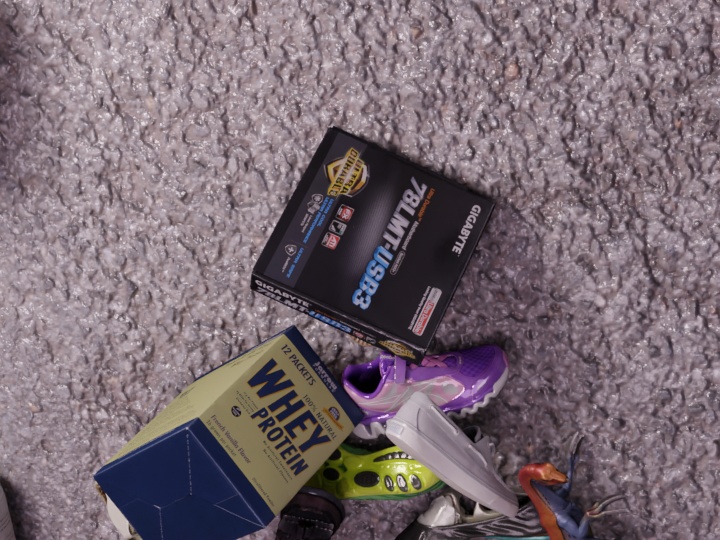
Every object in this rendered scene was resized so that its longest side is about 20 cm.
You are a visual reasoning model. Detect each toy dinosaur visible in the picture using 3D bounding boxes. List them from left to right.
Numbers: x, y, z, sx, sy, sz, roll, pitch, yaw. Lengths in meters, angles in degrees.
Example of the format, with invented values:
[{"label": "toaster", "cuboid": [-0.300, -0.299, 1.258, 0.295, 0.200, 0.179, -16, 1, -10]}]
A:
[{"label": "toy dinosaur", "cuboid": [0.230, 0.282, 1.646, 0.181, 0.105, 0.200, 27, 86, -26]}]

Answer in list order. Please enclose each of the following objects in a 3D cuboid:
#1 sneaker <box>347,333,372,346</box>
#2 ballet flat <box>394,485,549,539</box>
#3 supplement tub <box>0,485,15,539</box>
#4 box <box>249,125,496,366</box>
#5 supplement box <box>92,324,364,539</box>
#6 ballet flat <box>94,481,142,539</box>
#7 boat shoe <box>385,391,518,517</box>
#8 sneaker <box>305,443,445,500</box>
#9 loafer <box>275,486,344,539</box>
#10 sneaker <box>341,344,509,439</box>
[{"label": "sneaker", "cuboid": [0.000, 0.000, 1.669, 0.071, 0.112, 0.200, -37, 67, 24]}, {"label": "ballet flat", "cuboid": [0.128, 0.279, 1.729, 0.200, 0.068, 0.068, -10, 96, 6]}, {"label": "supplement tub", "cuboid": [-0.486, 0.358, 1.863, 0.132, 0.132, 0.200, -4, 107, 15]}, {"label": "box", "cuboid": [0.015, -0.028, 1.591, 0.198, 0.200, 0.050, 25, 155, 6]}, {"label": "supplement box", "cuboid": [-0.143, 0.193, 1.657, 0.200, 0.200, 0.134, -29, 101, 45]}, {"label": "ballet flat", "cuboid": [-0.262, 0.321, 1.832, 0.069, 0.069, 0.200, -23, 102, 19]}, {"label": "boat shoe", "cuboid": [0.110, 0.198, 1.638, 0.200, 0.072, 0.069, 38, 79, -25]}, {"label": "sneaker", "cuboid": [0.008, 0.235, 1.729, 0.200, 0.084, 0.074, 0, 71, 32]}, {"label": "loafer", "cuboid": [-0.062, 0.299, 1.709, 0.072, 0.063, 0.200, 16, 155, -1]}, {"label": "sneaker", "cuboid": [0.063, 0.118, 1.666, 0.200, 0.081, 0.089, -18, 124, 19]}]
